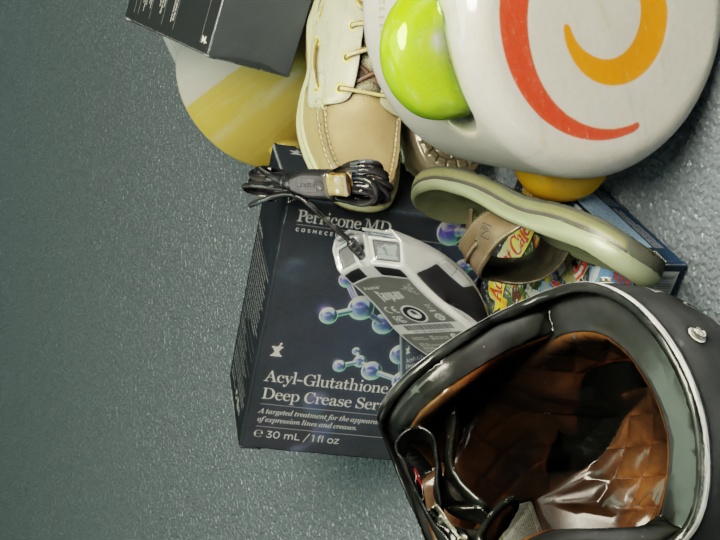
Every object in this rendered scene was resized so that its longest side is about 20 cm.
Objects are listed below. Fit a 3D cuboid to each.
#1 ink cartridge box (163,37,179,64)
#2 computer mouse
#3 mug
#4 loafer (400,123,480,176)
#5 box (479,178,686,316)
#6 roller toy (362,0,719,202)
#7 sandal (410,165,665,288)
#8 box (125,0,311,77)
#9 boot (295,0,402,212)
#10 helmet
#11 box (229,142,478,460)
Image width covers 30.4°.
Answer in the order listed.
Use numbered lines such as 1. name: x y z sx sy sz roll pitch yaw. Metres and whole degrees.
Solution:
1. ink cartridge box: -0.110 -0.265 1.252 0.145 0.084 0.201 61 142 41
2. computer mouse: 0.021 -0.008 0.861 0.109 0.200 0.044 -5 50 44
3. mug: -0.042 -0.167 1.099 0.153 0.149 0.187 -30 97 49
4. loafer: 0.044 -0.139 0.985 0.068 0.076 0.201 124 145 -49
5. box: 0.125 0.046 0.864 0.137 0.037 0.201 52 134 49
6. roller toy: 0.101 -0.148 0.761 0.140 0.199 0.183 19 85 60
7. sandal: 0.092 -0.018 0.789 0.201 0.080 0.058 27 95 54
8. box: -0.087 -0.260 0.973 0.141 0.079 0.201 33 109 52
9. boot: 0.012 -0.155 0.872 0.155 0.072 0.201 122 151 -54
10. helmet: 0.124 0.104 0.711 0.200 0.190 0.201 155 90 -84
11. box: -0.006 0.026 0.969 0.107 0.148 0.201 -111 31 -64
